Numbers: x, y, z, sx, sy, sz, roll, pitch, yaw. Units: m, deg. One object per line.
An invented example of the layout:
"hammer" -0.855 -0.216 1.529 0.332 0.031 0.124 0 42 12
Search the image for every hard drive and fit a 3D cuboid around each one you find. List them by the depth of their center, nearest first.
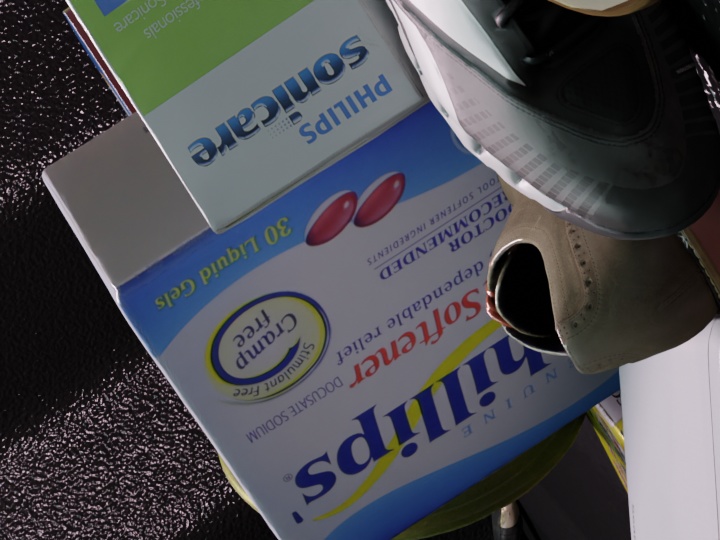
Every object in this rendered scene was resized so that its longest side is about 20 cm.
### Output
"hard drive" 0.122 0.082 0.835 0.200 0.027 0.132 156 110 -88

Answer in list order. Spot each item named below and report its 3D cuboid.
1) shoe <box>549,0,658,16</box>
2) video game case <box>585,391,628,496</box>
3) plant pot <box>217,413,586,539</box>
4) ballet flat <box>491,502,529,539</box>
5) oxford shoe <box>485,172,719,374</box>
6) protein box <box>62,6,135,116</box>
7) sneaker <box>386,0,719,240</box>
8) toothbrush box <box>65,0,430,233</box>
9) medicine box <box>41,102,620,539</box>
"shoe" 0.016 -0.148 0.532 0.200 0.053 0.070 53 145 1
"video game case" 0.178 0.145 1.168 0.181 0.025 0.200 54 177 43
"plant pot" 0.005 -0.001 1.178 0.200 0.200 0.190 -126 18 -49
"ballet flat" 0.184 0.307 2.732 0.200 0.057 0.067 70 -165 -56
"oxford shoe" 0.066 -0.016 0.779 0.071 0.075 0.200 57 178 -13
"protein box" -0.151 -0.177 2.065 0.200 0.135 0.199 57 177 -8
"sneaker" 0.029 -0.096 0.626 0.200 0.066 0.091 59 180 13
"toothbrush box" -0.042 -0.131 0.741 0.200 0.086 0.146 56 -156 -3
"medicine box" 0.000 0.000 0.989 0.200 0.182 0.103 59 177 -40
